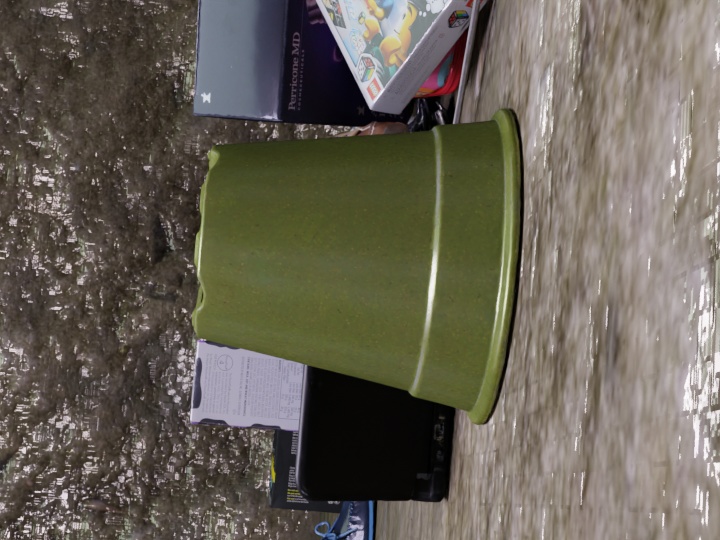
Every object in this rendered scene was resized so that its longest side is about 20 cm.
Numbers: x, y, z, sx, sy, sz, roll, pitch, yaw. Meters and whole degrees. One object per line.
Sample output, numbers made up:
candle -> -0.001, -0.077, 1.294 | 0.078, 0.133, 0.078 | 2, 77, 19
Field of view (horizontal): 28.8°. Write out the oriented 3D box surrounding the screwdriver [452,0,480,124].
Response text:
screwdriver -> 0.074, -0.118, 1.047 | 0.029, 0.028, 0.202 | -40, -34, -52

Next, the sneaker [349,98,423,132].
sneaker -> 0.040, -0.187, 1.443 | 0.200, 0.074, 0.117 | 138, 144, -72

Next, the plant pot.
plant pot -> -0.008, -0.009, 0.891 | 0.200, 0.188, 0.202 | -176, 90, -86

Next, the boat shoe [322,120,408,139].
boat shoe -> -0.005, -0.083, 1.201 | 0.200, 0.071, 0.076 | 118, 167, -76

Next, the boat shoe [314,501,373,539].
boat shoe -> -0.022, 0.341, 1.661 | 0.084, 0.068, 0.202 | 111, 164, -78

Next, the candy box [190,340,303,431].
candy box -> -0.042, 0.102, 1.223 | 0.168, 0.198, 0.072 | 139, 135, -85

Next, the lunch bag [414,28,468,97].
lunch bag -> 0.047, -0.244, 1.146 | 0.176, 0.081, 0.202 | -155, 70, -77

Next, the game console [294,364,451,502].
game console -> 0.012, 0.066, 1.056 | 0.176, 0.115, 0.202 | 147, 128, -86

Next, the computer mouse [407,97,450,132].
computer mouse -> 0.047, -0.045, 1.242 | 0.138, 0.052, 0.202 | 135, 150, -83

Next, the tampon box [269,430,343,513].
tampon box -> -0.062, 0.226, 2.036 | 0.150, 0.125, 0.202 | -96, 12, -70

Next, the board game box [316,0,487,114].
board game box -> 0.015, -0.237, 1.075 | 0.126, 0.034, 0.201 | -50, 52, 36

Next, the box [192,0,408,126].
box -> -0.047, -0.204, 1.260 | 0.199, 0.104, 0.150 | -7, -78, -54
